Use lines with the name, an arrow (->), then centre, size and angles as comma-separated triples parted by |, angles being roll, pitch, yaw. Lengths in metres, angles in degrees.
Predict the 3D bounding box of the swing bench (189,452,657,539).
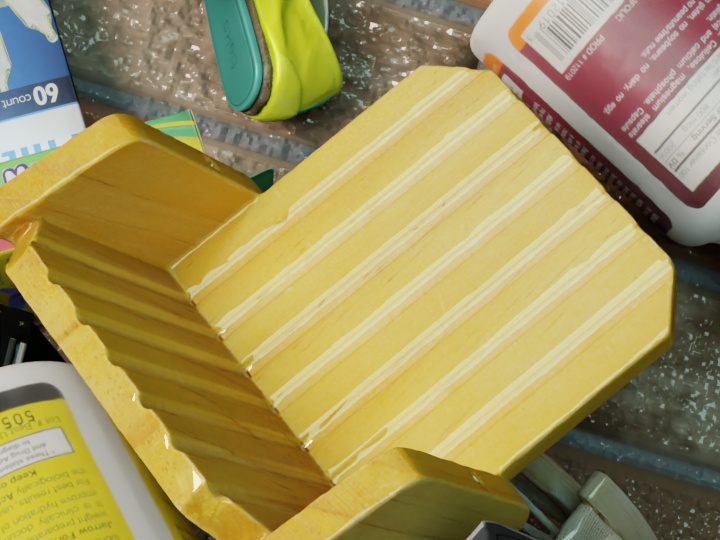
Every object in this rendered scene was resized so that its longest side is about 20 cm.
swing bench -> 0.011, 0.154, 0.850 | 0.200, 0.130, 0.199 | 37, 75, 3

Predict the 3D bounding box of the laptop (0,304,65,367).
laptop -> -0.209, 0.104, 0.804 | 0.199, 0.116, 0.189 | 21, 73, -29

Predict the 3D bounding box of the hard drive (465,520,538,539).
hard drive -> 0.046, 0.195, 0.724 | 0.139, 0.033, 0.200 | 26, 117, -25

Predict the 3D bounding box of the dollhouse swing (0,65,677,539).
dollhouse swing -> 0.000, 0.000, 0.737 | 0.176, 0.182, 0.200 | -45, 63, 10

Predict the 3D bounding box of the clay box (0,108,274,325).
clay box -> -0.141, -0.016, 0.880 | 0.199, 0.115, 0.048 | -18, 73, -11

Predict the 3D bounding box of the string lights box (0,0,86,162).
string lights box -> -0.204, -0.124, 0.927 | 0.102, 0.059, 0.201 | -16, 79, -10

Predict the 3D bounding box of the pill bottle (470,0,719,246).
pill bottle -> 0.162, -0.086, 0.930 | 0.200, 0.114, 0.114 | 44, 76, 5

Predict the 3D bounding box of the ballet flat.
ballet flat -> -0.057, -0.169, 0.957 | 0.067, 0.067, 0.201 | -9, 74, -30

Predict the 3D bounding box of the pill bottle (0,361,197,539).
pill bottle -> -0.099, 0.140, 0.680 | 0.111, 0.112, 0.200 | -27, 56, -11
